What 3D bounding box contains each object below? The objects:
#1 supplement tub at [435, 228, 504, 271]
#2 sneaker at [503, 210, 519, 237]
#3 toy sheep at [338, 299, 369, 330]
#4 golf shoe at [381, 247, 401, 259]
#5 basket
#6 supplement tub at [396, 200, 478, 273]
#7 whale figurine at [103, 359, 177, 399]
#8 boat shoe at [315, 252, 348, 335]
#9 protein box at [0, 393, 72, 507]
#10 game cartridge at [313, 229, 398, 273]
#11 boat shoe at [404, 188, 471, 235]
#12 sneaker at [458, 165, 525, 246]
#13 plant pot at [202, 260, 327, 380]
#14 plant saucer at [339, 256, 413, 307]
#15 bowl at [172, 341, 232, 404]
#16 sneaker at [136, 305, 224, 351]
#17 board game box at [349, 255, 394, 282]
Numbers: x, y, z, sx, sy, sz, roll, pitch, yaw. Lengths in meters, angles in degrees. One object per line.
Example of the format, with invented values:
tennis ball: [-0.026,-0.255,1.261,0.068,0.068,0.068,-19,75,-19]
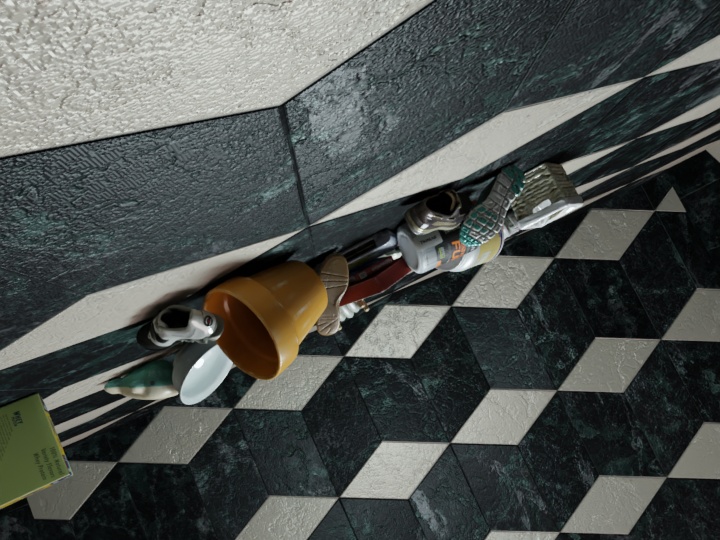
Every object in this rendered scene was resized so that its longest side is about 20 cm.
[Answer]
supplement tub: [0.269,-0.077,1.668,0.145,0.146,0.200,-31,170,40]
sneaker: [0.497,-0.162,2.095,0.088,0.082,0.200,-31,178,32]
toy sheep: [-0.051,0.071,1.705,0.200,0.138,0.138,-33,172,0]
golf shoe: [0.065,-0.007,1.717,0.077,0.088,0.200,-18,169,-31]
basket: [0.459,-0.188,1.604,0.135,0.124,0.200,-29,171,29]
supplement tub: [0.195,-0.083,1.474,0.200,0.123,0.123,-24,172,-14]
whale figurine: [-0.587,0.295,1.734,0.199,0.104,0.159,-1,175,6]
boat shoe: [-0.071,0.045,1.441,0.072,0.201,0.072,-1,-154,-13]
protein box: [-0.777,0.409,1.416,0.200,0.199,0.135,-22,172,-26]
game cartridge: [-0.007,-0.034,1.501,0.200,0.041,0.133,-27,176,12]
boat shoe: [0.176,-0.125,1.310,0.200,0.075,0.073,-26,170,-45]
sneaker: [0.282,-0.135,1.396,0.200,0.078,0.091,-52,-175,-3]
plant pot: [-0.167,0.076,1.231,0.183,0.200,0.200,-39,-177,-39]
plant saucer: [0.024,0.025,1.527,0.200,0.037,0.199,-20,-172,39]
bowl: [-0.433,0.249,1.705,0.201,0.090,0.201,-48,159,-25]
sneaker: [-0.355,0.097,1.180,0.199,0.074,0.088,-13,149,28]
board game box: [0.000,0.000,1.575,0.103,0.019,0.200,-27,-174,-19]
